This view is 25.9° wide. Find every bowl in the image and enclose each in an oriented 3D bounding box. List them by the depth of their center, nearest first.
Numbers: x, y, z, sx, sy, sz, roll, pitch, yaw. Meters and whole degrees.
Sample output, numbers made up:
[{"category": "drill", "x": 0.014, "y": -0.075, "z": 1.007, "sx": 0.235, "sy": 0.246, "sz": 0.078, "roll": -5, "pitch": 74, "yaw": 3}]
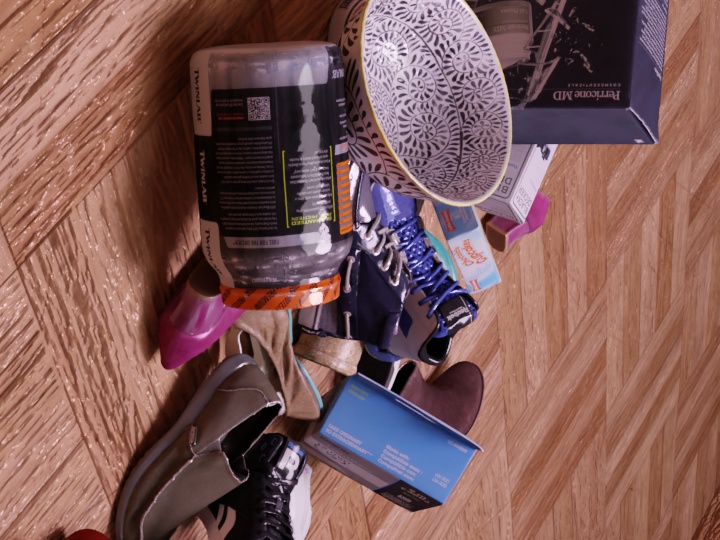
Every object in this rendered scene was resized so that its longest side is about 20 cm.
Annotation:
[{"category": "bowl", "x": 0.032, "y": -0.140, "z": 1.314, "sx": 0.200, "sy": 0.094, "sz": 0.202, "roll": 22, "pitch": 61, "yaw": -46}]

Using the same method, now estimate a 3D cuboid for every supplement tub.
[{"category": "supplement tub", "x": -0.068, "y": -0.076, "z": 1.231, "sx": 0.122, "sy": 0.122, "sz": 0.202, "roll": -19, "pitch": 109, "yaw": -59}]

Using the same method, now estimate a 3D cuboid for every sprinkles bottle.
[{"category": "sprinkles bottle", "x": 0.000, "y": 0.000, "z": 1.538, "sx": 0.068, "sy": 0.068, "sz": 0.201, "roll": 28, "pitch": 83, "yaw": -65}]

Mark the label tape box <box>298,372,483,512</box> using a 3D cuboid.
[{"category": "label tape box", "x": 0.025, "y": 0.171, "z": 1.532, "sx": 0.066, "sy": 0.143, "sz": 0.200, "roll": -61, "pitch": -176, "yaw": -14}]

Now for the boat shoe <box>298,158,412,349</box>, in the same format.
[{"category": "boat shoe", "x": 0.008, "y": -0.024, "z": 1.393, "sx": 0.075, "sy": 0.092, "sz": 0.201, "roll": -59, "pitch": 163, "yaw": -59}]

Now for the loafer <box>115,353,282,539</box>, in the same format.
[{"category": "loafer", "x": -0.138, "y": 0.168, "z": 1.358, "sx": 0.201, "sy": 0.069, "sz": 0.075, "roll": -56, "pitch": 153, "yaw": -3}]

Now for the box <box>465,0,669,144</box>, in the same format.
[{"category": "box", "x": 0.196, "y": -0.234, "z": 1.557, "sx": 0.124, "sy": 0.198, "sz": 0.198, "roll": 27, "pitch": 67, "yaw": -63}]

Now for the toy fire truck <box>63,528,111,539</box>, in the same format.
[{"category": "toy fire truck", "x": -0.203, "y": 0.313, "z": 1.237, "sx": 0.112, "sy": 0.167, "sz": 0.202, "roll": -32, "pitch": 135, "yaw": -52}]

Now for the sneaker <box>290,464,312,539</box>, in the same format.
[{"category": "sneaker", "x": -0.082, "y": 0.283, "z": 1.568, "sx": 0.099, "sy": 0.074, "sz": 0.202, "roll": -21, "pitch": 127, "yaw": -57}]

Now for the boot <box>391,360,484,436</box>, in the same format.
[{"category": "boot", "x": 0.077, "y": 0.151, "z": 1.797, "sx": 0.200, "sy": 0.072, "sz": 0.167, "roll": -53, "pitch": 152, "yaw": -25}]

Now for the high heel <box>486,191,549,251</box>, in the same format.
[{"category": "high heel", "x": 0.195, "y": -0.108, "z": 1.826, "sx": 0.096, "sy": 0.067, "sz": 0.201, "roll": -42, "pitch": 150, "yaw": -26}]

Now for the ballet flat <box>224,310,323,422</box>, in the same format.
[{"category": "ballet flat", "x": -0.087, "y": 0.086, "z": 1.442, "sx": 0.072, "sy": 0.068, "sz": 0.201, "roll": -36, "pitch": 143, "yaw": -19}]

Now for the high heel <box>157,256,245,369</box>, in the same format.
[{"category": "high heel", "x": -0.107, "y": 0.009, "z": 1.355, "sx": 0.096, "sy": 0.067, "sz": 0.200, "roll": -60, "pitch": 175, "yaw": 37}]

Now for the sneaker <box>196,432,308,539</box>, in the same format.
[{"category": "sneaker", "x": -0.082, "y": 0.204, "z": 1.382, "sx": 0.073, "sy": 0.200, "sz": 0.112, "roll": 37, "pitch": 90, "yaw": -29}]

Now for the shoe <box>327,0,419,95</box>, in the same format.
[{"category": "shoe", "x": 0.019, "y": -0.147, "z": 1.441, "sx": 0.071, "sy": 0.090, "sz": 0.201, "roll": -40, "pitch": 141, "yaw": -47}]

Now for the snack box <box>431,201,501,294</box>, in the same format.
[{"category": "snack box", "x": 0.081, "y": -0.089, "z": 1.525, "sx": 0.116, "sy": 0.037, "sz": 0.201, "roll": 59, "pitch": 11, "yaw": -59}]

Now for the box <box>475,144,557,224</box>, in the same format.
[{"category": "box", "x": 0.157, "y": -0.164, "z": 1.681, "sx": 0.201, "sy": 0.116, "sz": 0.060, "roll": -65, "pitch": 154, "yaw": -10}]

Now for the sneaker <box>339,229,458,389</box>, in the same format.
[{"category": "sneaker", "x": 0.044, "y": 0.042, "z": 1.649, "sx": 0.120, "sy": 0.083, "sz": 0.202, "roll": -10, "pitch": 116, "yaw": -51}]

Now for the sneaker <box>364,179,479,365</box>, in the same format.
[{"category": "sneaker", "x": 0.057, "y": 0.005, "z": 1.465, "sx": 0.080, "sy": 0.115, "sz": 0.201, "roll": -26, "pitch": 120, "yaw": -36}]
